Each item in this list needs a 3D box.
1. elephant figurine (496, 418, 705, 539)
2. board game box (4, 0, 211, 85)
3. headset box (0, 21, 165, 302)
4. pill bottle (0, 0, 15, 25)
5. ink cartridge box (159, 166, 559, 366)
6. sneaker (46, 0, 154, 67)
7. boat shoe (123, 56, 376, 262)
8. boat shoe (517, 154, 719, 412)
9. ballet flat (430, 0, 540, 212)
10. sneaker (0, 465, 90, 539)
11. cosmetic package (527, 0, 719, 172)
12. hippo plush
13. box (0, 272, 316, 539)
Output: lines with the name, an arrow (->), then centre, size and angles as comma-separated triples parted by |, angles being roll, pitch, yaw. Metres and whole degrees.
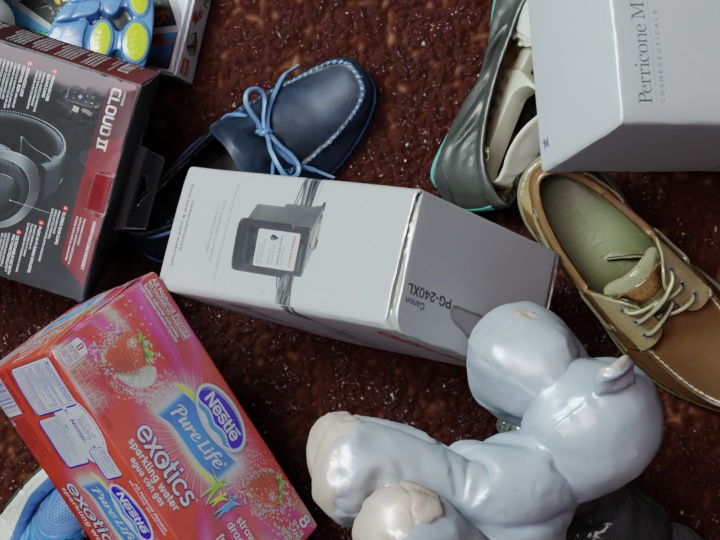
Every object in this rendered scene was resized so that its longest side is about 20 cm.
elephant figurine -> 0.083, 0.193, 1.000 | 0.155, 0.141, 0.200 | 35, 87, 33
board game box -> -0.202, -0.215, 1.194 | 0.199, 0.035, 0.127 | 13, 88, 19
headset box -> -0.228, -0.079, 1.066 | 0.199, 0.077, 0.150 | 17, 104, -1
pill bottle -> -0.303, -0.143, 1.151 | 0.111, 0.111, 0.201 | 19, 105, 19
ink cartridge box -> 0.000, 0.000, 1.008 | 0.199, 0.145, 0.084 | 8, 82, 43
sneaker -> -0.187, -0.107, 1.139 | 0.070, 0.083, 0.201 | 12, 102, -2
boat shoe -> -0.073, -0.070, 1.116 | 0.200, 0.069, 0.084 | -43, 73, 7
boat shoe -> 0.169, 0.010, 1.013 | 0.200, 0.074, 0.076 | 45, 99, 4
ballet flat -> 0.111, -0.128, 1.067 | 0.068, 0.068, 0.201 | 24, 97, 48
sneaker -> -0.204, 0.189, 1.125 | 0.089, 0.079, 0.200 | 44, 103, 8
cosmetic package -> 0.209, -0.167, 0.970 | 0.199, 0.123, 0.200 | -2, 80, -14
hippo plush -> 0.080, 0.099, 0.863 | 0.200, 0.159, 0.161 | 41, 93, 29
box -> -0.131, 0.114, 1.037 | 0.100, 0.095, 0.200 | -19, 106, 50
